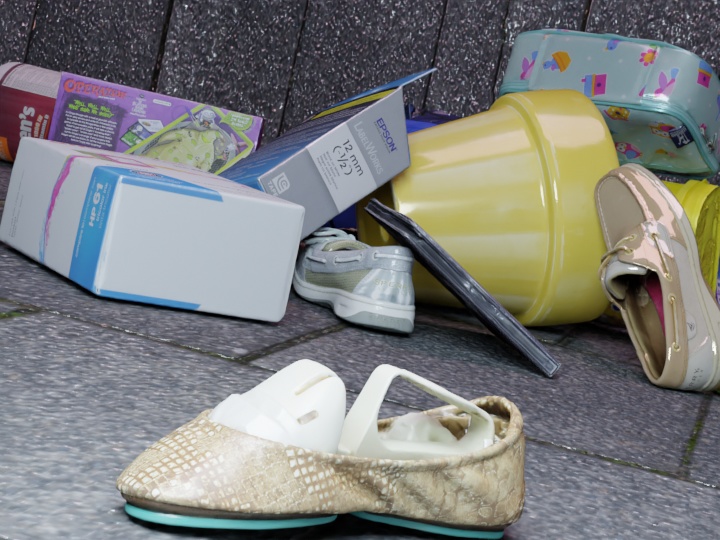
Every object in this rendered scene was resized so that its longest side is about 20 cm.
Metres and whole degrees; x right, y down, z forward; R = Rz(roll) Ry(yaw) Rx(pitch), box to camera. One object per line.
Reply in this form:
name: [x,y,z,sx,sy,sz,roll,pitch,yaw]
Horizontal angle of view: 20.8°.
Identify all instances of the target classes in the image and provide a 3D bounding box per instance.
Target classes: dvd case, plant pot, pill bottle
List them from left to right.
pill bottle: [-0.352,-0.167,2.147,0.198,0.111,0.109,14,6,19]
dvd case: [0.072,0.008,1.464,0.149,0.016,0.200,44,0,-11]
plant pot: [0.101,-0.047,1.661,0.187,0.203,0.201,-6,11,-16]

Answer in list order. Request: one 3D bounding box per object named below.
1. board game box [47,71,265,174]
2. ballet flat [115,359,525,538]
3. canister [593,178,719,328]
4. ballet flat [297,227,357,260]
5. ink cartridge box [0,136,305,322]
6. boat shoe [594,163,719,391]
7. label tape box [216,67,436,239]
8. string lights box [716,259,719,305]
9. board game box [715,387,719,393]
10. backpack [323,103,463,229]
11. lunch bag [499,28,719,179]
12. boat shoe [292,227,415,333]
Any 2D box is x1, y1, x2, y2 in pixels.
board game box: [-0.198,-0.108,1.853,0.198,0.121,0.032,14,6,4]
ballet flat: [-0.009,0.068,0.778,0.199,0.066,0.070,7,8,-44]
canister: [0.224,-0.022,1.809,0.198,0.150,0.086,12,25,26]
ballet flat: [-0.024,-0.026,1.806,0.067,0.047,0.200,16,6,25]
ink cartridge box: [-0.150,-0.032,1.373,0.143,0.086,0.199,9,5,-31]
boat shoe: [0.221,0.003,1.514,0.069,0.074,0.201,-4,56,-29]
label tape box: [-0.033,-0.084,1.586,0.199,0.067,0.143,-33,12,-31]
string lights box: [0.296,-0.002,1.952,0.199,0.104,0.059,9,-19,-39]
board game box: [0.323,0.074,1.584,0.100,0.048,0.200,12,5,-5]
backpack: [0.024,-0.094,2.009,0.167,0.164,0.199,4,11,-40]
lunch bag: [0.236,-0.144,1.774,0.198,0.078,0.160,11,-20,29]
boat shoe: [-0.001,0.000,1.494,0.074,0.065,0.202,11,6,-15]
